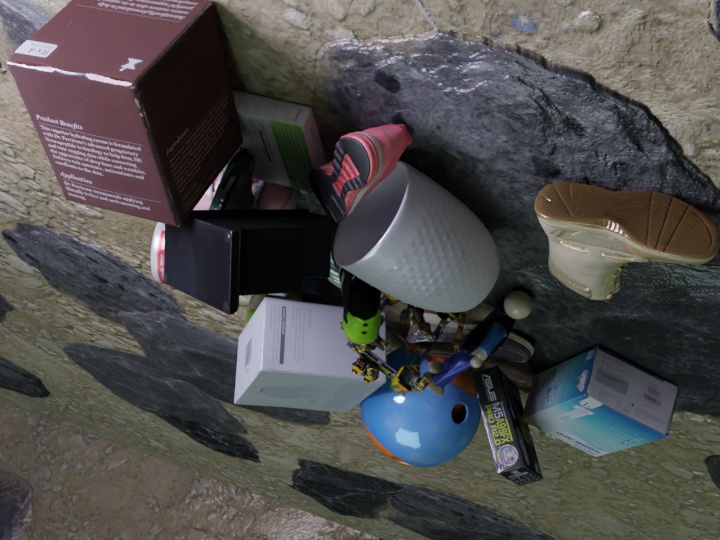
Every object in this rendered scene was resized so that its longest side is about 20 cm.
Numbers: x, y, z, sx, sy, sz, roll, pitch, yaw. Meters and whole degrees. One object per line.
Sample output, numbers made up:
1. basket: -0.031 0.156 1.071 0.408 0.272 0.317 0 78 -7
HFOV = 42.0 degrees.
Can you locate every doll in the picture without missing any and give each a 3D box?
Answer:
1. doll: 0.172 0.102 1.338 0.048 0.136 0.200 44 118 -1

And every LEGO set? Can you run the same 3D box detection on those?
1. LEGO set: 0.075 0.071 1.304 0.154 0.200 0.116 45 160 -4

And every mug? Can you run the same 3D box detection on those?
1. mug: 0.069 -0.034 1.173 0.175 0.148 0.200 31 179 -25

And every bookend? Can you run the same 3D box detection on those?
1. bookend: -0.105 -0.017 1.109 0.200 0.092 0.199 -3 -169 -32

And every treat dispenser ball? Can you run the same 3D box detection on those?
1. treat dispenser ball: 0.100 0.223 1.552 0.200 0.201 0.201 19 154 9

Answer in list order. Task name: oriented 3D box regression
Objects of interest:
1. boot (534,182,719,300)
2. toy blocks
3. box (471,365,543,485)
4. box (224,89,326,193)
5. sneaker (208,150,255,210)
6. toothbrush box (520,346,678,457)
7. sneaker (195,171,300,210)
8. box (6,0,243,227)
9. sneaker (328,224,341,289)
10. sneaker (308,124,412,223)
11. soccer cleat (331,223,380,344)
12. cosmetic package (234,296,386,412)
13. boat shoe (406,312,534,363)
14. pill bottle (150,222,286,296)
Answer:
1. boot: 0.301 -0.020 1.063 0.200 0.073 0.156 13 152 24
2. toy blocks: -0.113 0.058 1.560 0.136 0.100 0.200 14 156 -8
3. box: 0.236 0.251 1.493 0.044 0.161 0.200 -19 157 13
4. box: -0.143 -0.170 1.193 0.200 0.036 0.144 17 154 17
5. sneaker: -0.157 -0.071 1.235 0.087 0.075 0.200 23 133 -11
6. toothbrush box: 0.361 0.205 1.432 0.146 0.085 0.200 26 154 -8
7. sneaker: -0.181 -0.109 1.290 0.200 0.076 0.105 4 154 43
8. box: -0.253 -0.186 1.056 0.166 0.164 0.200 14 140 19
9. sneaker: -0.055 -0.041 1.340 0.200 0.077 0.085 22 146 -14
10. sneaker: 0.004 -0.116 1.116 0.074 0.087 0.200 61 156 2
11. soccer cleat: 0.000 0.000 1.235 0.067 0.200 0.081 -1 147 -9
12. cosmetic package: -0.082 0.140 1.498 0.199 0.123 0.199 9 155 -17
13. boat shoe: 0.166 0.118 1.451 0.199 0.065 0.072 13 151 18
14. pill bottle: -0.203 -0.023 1.412 0.199 0.114 0.114 8 152 7
